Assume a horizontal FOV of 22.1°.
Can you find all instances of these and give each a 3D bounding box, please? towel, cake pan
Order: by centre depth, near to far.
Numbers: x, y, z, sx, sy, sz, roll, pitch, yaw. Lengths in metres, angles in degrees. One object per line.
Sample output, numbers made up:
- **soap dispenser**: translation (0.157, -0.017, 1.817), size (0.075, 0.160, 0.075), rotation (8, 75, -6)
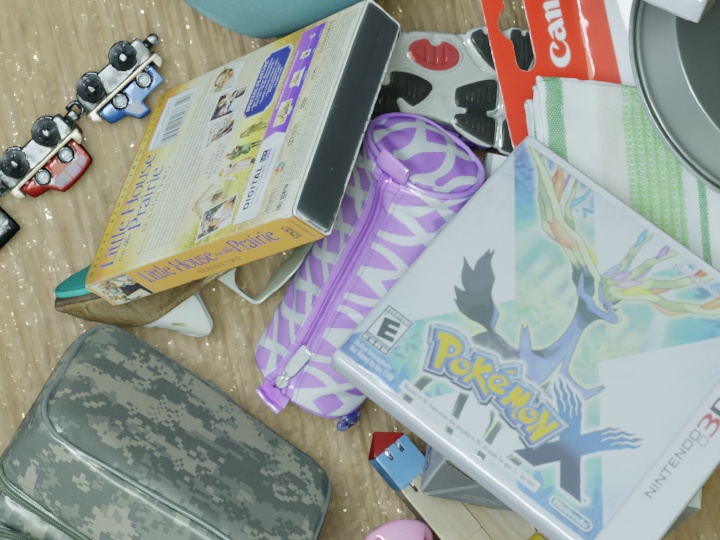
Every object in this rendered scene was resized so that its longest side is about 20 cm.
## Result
- **towel**: translation (0.195, -0.037, 1.110), size (0.200, 0.031, 0.149), rotation (5, 73, -16)
- **cake pan**: translation (0.260, -0.134, 1.115), size (0.200, 0.037, 0.200), rotation (4, 77, -17)

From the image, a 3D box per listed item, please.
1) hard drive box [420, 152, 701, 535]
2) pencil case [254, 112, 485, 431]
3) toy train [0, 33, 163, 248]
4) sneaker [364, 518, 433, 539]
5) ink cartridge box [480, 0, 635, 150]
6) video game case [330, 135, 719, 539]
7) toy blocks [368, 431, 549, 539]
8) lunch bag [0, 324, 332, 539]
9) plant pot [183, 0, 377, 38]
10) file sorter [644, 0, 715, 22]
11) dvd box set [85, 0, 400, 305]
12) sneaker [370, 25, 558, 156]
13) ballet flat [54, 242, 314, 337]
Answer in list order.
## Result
- **hard drive box**: translation (0.130, 0.046, 1.122), size (0.156, 0.077, 0.200), rotation (11, 66, -5)
- **pencil case**: translation (0.000, 0.000, 1.112), size (0.084, 0.085, 0.200), rotation (42, 124, 24)
- **toy train**: translation (-0.192, -0.070, 1.148), size (0.200, 0.034, 0.046), rotation (-45, 102, 0)
- **sneaker**: translation (-0.014, 0.239, 1.081), size (0.200, 0.079, 0.095), rotation (-41, 68, -6)
- **ink cartridge box**: translation (0.172, -0.173, 1.142), size (0.200, 0.050, 0.162), rotation (-16, 97, -26)
- **video game case**: translation (0.117, 0.045, 1.015), size (0.200, 0.022, 0.182), rotation (37, 69, 13)
- **toy blocks**: translation (0.098, 0.117, 1.174), size (0.200, 0.100, 0.137), rotation (-39, 89, -12)
- **lunch bag**: translation (-0.137, 0.162, 1.127), size (0.200, 0.139, 0.168), rotation (33, 119, -7)
- **plant pot**: translation (-0.051, -0.217, 1.086), size (0.200, 0.200, 0.135), rotation (34, 116, -8)
- **file sorter**: translation (0.128, -0.242, 1.008), size (0.200, 0.139, 0.125), rotation (27, 114, 9)
- **dvd box set**: translation (-0.071, -0.063, 1.054), size (0.029, 0.200, 0.146), rotation (36, 56, -30)
- **sneaker**: translation (0.044, -0.115, 1.153), size (0.200, 0.083, 0.081), rotation (10, 83, -23)
- **ballet flat**: translation (-0.091, -0.004, 1.156), size (0.200, 0.068, 0.072), rotation (-30, 112, -7)
